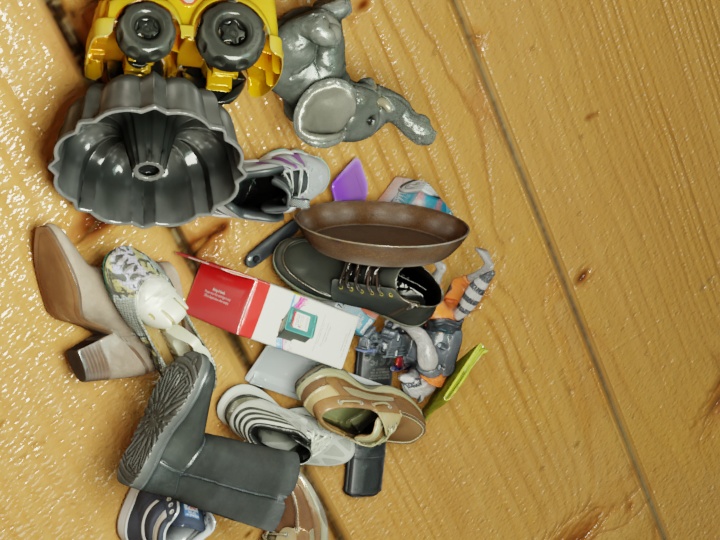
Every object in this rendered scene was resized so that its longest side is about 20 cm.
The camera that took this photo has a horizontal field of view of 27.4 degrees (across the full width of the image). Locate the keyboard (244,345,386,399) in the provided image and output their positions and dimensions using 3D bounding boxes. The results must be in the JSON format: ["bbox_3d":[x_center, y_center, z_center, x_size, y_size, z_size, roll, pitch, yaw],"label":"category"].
[{"bbox_3d":[-0.043,0.140,1.787,0.200,0.011,0.056,22,110,-30],"label":"keyboard"}]

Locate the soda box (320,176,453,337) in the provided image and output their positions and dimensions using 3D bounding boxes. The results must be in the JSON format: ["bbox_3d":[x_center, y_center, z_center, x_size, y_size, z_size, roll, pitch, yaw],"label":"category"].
[{"bbox_3d":[0.023,-0.018,1.801,0.200,0.068,0.064,-54,125,-16],"label":"soda box"}]

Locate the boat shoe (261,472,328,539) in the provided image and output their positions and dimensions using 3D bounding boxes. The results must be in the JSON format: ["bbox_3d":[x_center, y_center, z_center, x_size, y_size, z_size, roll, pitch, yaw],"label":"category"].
[{"bbox_3d":[-0.083,0.329,1.790,0.072,0.076,0.201,-22,111,-31],"label":"boat shoe"}]

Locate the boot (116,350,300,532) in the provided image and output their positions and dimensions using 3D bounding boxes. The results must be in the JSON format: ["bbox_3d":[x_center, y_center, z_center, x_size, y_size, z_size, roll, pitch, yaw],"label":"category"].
[{"bbox_3d":[-0.140,0.186,1.587,0.200,0.066,0.165,26,101,-35],"label":"boot"}]

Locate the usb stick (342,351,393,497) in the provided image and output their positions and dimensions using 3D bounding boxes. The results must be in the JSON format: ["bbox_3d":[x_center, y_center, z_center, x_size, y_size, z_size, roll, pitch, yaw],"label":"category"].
[{"bbox_3d":[0.011,0.188,1.861,0.055,0.033,0.201,0,100,-32],"label":"usb stick"}]

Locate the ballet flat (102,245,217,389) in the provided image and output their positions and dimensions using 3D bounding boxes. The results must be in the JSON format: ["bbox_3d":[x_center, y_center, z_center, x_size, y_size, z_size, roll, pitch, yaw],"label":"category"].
[{"bbox_3d":[-0.201,0.057,1.563,0.072,0.072,0.201,-41,125,-25],"label":"ballet flat"}]

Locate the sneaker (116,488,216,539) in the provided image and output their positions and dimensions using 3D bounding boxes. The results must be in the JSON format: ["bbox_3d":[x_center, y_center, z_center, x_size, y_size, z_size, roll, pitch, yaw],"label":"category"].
[{"bbox_3d":[-0.199,0.224,1.649,0.070,0.108,0.201,19,87,-40],"label":"sneaker"}]

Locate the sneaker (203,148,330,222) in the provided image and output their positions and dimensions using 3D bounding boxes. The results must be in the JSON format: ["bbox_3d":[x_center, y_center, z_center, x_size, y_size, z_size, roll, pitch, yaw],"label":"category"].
[{"bbox_3d":[-0.088,-0.088,1.650,0.199,0.140,0.078,-14,108,-36],"label":"sneaker"}]

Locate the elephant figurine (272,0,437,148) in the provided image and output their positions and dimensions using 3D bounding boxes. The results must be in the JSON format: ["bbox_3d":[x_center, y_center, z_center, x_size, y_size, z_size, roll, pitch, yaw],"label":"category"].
[{"bbox_3d":[-0.034,-0.198,1.670,0.142,0.155,0.201,-44,117,-50],"label":"elephant figurine"}]

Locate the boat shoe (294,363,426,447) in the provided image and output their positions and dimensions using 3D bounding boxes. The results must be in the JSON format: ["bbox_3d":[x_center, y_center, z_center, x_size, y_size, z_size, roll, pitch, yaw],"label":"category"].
[{"bbox_3d":[0.004,0.178,1.763,0.200,0.074,0.076,24,119,-41],"label":"boat shoe"}]

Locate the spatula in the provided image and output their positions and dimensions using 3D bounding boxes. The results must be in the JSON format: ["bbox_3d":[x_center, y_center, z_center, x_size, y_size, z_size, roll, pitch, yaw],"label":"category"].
[{"bbox_3d":[-0.062,-0.061,1.755,0.200,0.021,0.057,-37,124,-25],"label":"spatula"}]

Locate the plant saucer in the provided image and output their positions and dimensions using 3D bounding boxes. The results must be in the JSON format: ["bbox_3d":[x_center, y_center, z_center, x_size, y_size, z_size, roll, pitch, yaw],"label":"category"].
[{"bbox_3d":[0.024,-0.040,1.684,0.200,0.200,0.035,-8,111,-38],"label":"plant saucer"}]

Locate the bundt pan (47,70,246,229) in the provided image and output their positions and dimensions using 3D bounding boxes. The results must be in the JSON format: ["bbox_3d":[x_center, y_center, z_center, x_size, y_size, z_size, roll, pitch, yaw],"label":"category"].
[{"bbox_3d":[-0.219,-0.131,1.522,0.202,0.202,0.076,26,46,-39],"label":"bundt pan"}]

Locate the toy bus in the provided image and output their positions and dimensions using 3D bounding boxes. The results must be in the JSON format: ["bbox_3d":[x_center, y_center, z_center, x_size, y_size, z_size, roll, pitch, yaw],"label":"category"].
[{"bbox_3d":[-0.183,-0.283,1.540,0.199,0.136,0.193,3,76,-15],"label":"toy bus"}]

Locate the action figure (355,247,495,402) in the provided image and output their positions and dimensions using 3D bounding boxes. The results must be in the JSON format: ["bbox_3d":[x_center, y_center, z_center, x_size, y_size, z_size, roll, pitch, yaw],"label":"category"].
[{"bbox_3d":[0.085,0.072,1.807,0.200,0.104,0.194,-14,125,-59],"label":"action figure"}]

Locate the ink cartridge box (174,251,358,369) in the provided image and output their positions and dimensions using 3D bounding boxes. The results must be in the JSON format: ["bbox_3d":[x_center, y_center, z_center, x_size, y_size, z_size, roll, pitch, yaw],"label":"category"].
[{"bbox_3d":[-0.115,0.045,1.674,0.200,0.116,0.067,22,87,-39],"label":"ink cartridge box"}]

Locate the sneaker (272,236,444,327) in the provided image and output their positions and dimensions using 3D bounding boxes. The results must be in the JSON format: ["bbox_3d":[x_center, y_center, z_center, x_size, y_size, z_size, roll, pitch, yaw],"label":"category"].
[{"bbox_3d":[0.000,0.000,1.692,0.199,0.106,0.075,19,75,-5],"label":"sneaker"}]

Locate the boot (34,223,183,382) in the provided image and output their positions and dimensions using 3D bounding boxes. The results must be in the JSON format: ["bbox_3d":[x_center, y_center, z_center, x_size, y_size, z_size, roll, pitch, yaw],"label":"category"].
[{"bbox_3d":[-0.261,0.022,1.591,0.146,0.070,0.201,-28,117,-39],"label":"boot"}]

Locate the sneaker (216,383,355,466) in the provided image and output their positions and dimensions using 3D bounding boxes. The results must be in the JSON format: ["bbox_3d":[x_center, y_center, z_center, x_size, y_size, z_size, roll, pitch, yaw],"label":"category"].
[{"bbox_3d":[-0.071,0.209,1.736,0.200,0.115,0.076,25,102,-36],"label":"sneaker"}]

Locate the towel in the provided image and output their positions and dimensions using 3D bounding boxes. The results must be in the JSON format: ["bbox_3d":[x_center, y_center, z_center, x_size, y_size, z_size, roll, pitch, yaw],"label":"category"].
[{"bbox_3d":[0.114,0.144,1.849,0.018,0.200,0.086,34,75,1],"label":"towel"}]
